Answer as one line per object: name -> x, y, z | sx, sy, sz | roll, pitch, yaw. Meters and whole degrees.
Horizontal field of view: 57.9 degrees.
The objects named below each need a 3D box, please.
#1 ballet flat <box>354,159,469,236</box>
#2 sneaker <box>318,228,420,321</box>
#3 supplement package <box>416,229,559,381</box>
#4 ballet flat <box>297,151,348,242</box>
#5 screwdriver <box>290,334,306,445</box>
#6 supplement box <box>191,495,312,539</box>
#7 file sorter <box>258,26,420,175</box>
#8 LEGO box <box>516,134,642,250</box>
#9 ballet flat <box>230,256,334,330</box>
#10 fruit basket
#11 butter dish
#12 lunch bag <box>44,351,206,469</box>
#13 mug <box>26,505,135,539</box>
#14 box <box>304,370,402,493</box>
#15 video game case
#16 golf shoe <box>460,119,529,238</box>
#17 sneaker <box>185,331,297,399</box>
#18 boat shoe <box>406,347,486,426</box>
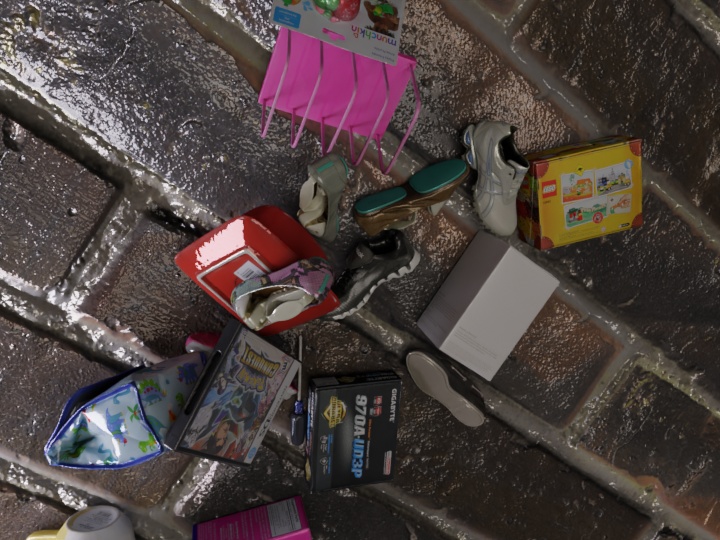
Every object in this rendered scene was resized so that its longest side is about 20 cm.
ballet flat -> 0.086, -0.110, 1.045 | 0.198, 0.068, 0.073 | -26, 131, -6
sneaker -> 0.000, 0.000, 1.037 | 0.199, 0.067, 0.091 | -34, 133, -7
supplement package -> 0.210, 0.055, 1.090 | 0.119, 0.121, 0.201 | 32, 97, -21
ballet flat -> -0.065, -0.095, 0.950 | 0.063, 0.201, 0.068 | -32, 71, -24
screwdriver -> -0.103, 0.205, 1.097 | 0.028, 0.029, 0.202 | -1, 111, -15
supplement box -> -0.182, 0.483, 1.123 | 0.198, 0.103, 0.102 | -11, 108, -10
file sorter -> -0.031, -0.237, 0.910 | 0.198, 0.126, 0.140 | 13, 133, -18
LEGO box -> 0.369, -0.134, 1.100 | 0.198, 0.077, 0.151 | -13, 109, -11
ballet flat -> -0.116, 0.041, 0.862 | 0.199, 0.072, 0.069 | -21, 127, 38
fruit basket -> -0.018, -0.397, 0.880 | 0.183, 0.094, 0.202 | 14, 70, -18
butter dish -> -0.136, -0.021, 0.971 | 0.198, 0.149, 0.200 | -23, 123, 40
lunch bag -> -0.326, 0.208, 0.937 | 0.199, 0.170, 0.129 | -26, 88, 23
mug -> -0.438, 0.468, 1.032 | 0.185, 0.149, 0.155 | -3, 99, -21
box -> -0.014, 0.279, 1.130 | 0.157, 0.046, 0.202 | -2, 107, -20
video game case -> -0.171, 0.182, 0.926 | 0.182, 0.025, 0.200 | -63, 153, -12
golf shoe -> 0.228, -0.142, 1.042 | 0.078, 0.097, 0.202 | -38, 118, -33
sneaker -> -0.199, 0.172, 1.037 | 0.199, 0.081, 0.089 | 36, 93, -21
boat shoe -> 0.153, 0.198, 1.161 | 0.067, 0.057, 0.200 | -31, 112, 35
